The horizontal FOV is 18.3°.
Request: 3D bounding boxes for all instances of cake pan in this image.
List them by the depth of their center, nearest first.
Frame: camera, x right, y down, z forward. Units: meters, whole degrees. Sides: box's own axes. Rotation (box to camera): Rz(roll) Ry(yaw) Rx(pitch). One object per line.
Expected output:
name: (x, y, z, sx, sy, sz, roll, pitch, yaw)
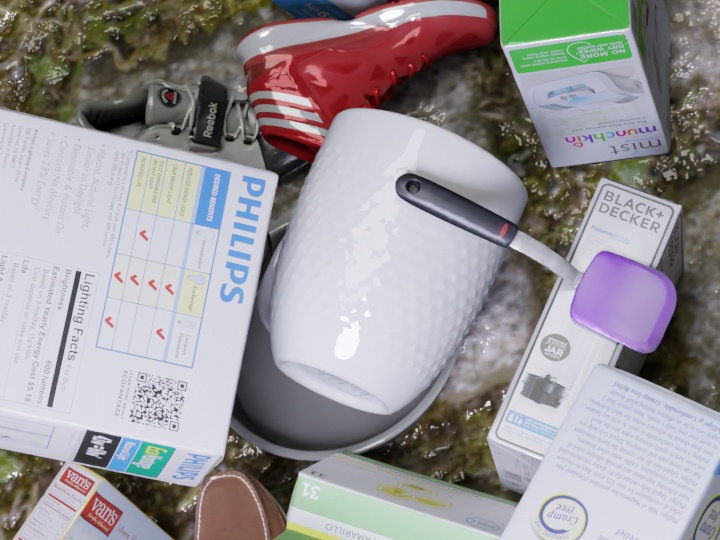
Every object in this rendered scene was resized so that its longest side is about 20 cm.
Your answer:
cake pan: (-0.017, 0.048, 1.619, 0.199, 0.037, 0.201, -7, 63, 15)

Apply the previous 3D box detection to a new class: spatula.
spatula: (0.112, -0.013, 1.455, 0.199, 0.021, 0.057, 29, 74, -2)

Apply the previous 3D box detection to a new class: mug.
mug: (0.000, 0.000, 1.546, 0.200, 0.147, 0.176, 3, 66, 53)

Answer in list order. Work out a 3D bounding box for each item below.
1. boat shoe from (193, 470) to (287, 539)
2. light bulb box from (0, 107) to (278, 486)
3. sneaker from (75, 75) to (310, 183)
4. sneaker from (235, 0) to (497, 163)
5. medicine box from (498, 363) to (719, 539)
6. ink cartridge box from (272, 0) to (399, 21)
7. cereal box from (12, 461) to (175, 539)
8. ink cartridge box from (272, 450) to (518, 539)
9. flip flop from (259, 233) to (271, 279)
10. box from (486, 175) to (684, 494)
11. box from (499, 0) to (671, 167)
boat shoe: (-0.074, 0.216, 1.444, 0.075, 0.072, 0.201, -17, 59, 7)
light bulb box: (-0.175, 0.020, 1.461, 0.199, 0.125, 0.199, 13, 74, -9)
sneaker: (-0.124, -0.108, 1.702, 0.199, 0.089, 0.074, -7, 62, 13)
sneaker: (0.013, -0.134, 1.677, 0.199, 0.078, 0.116, -11, 76, -3)
medicine box: (0.163, 0.192, 1.405, 0.103, 0.182, 0.201, 23, 74, 27)
ink cartridge box: (0.025, -0.280, 1.700, 0.199, 0.085, 0.145, -10, 60, 40)
cereal box: (-0.215, 0.240, 1.531, 0.039, 0.144, 0.200, 26, 75, 28)
ink cartridge box: (0.020, 0.172, 1.448, 0.145, 0.200, 0.048, 16, 98, 15)
flip flop: (-0.147, 0.029, 1.564, 0.200, 0.058, 0.081, -42, 53, 0)
box: (0.155, 0.052, 1.510, 0.060, 0.117, 0.201, 20, 72, 16)
box: (0.163, -0.205, 1.601, 0.096, 0.177, 0.201, -7, 64, 14)
